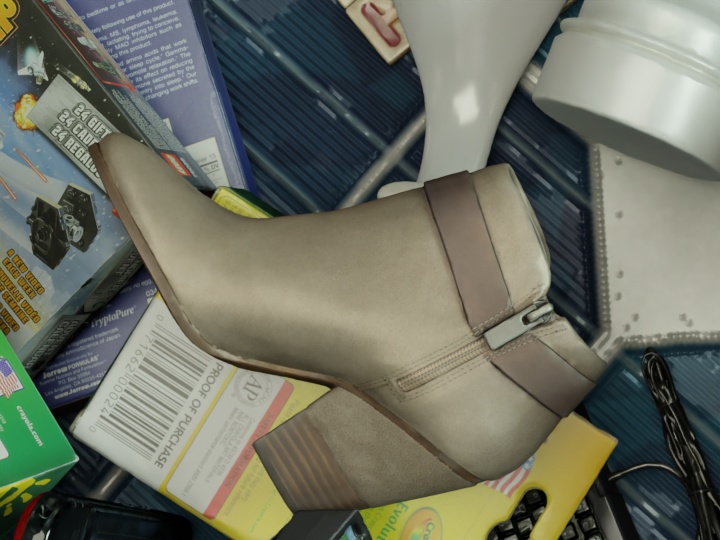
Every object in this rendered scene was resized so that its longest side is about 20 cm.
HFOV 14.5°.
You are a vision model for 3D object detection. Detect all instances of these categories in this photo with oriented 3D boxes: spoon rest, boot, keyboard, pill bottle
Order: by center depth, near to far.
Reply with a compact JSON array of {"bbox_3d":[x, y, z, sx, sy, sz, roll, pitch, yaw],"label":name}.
[{"bbox_3d":[0.000,0.000,1.137,0.146,0.070,0.200,-31,93,8],"label":"boot"},{"bbox_3d":[0.149,-0.146,1.184,0.114,0.114,0.201,22,87,14],"label":"pill bottle"},{"bbox_3d":[0.095,0.093,1.210,0.127,0.021,0.201,-24,79,8],"label":"keyboard"},{"bbox_3d":[0.046,-0.111,1.232,0.099,0.061,0.201,8,71,11],"label":"spoon rest"}]

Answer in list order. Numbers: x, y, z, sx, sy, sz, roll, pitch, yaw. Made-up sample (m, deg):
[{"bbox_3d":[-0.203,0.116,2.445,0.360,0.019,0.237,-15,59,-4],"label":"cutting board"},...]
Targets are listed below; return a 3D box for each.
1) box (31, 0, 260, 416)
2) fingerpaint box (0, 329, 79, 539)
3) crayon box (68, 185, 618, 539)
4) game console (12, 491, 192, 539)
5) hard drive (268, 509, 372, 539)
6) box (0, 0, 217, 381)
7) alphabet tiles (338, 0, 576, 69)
[{"bbox_3d":[-0.113,-0.048,1.267,0.121,0.032,0.201,-19,81,9],"label":"box"},{"bbox_3d":[-0.231,0.048,1.218,0.167,0.073,0.200,-45,72,40],"label":"fingerpaint box"},{"bbox_3d":[-0.005,0.070,1.197,0.200,0.051,0.127,33,94,8],"label":"crayon box"},{"bbox_3d":[-0.076,0.190,1.139,0.118,0.200,0.173,15,86,13],"label":"game console"},{"bbox_3d":[-0.012,0.214,1.114,0.038,0.140,0.201,-4,120,38],"label":"hard drive"},{"bbox_3d":[-0.173,-0.062,1.242,0.137,0.040,0.200,-44,72,16],"label":"box"},{"bbox_3d":[0.036,-0.195,1.270,0.166,0.006,0.200,-40,77,4],"label":"alphabet tiles"}]
